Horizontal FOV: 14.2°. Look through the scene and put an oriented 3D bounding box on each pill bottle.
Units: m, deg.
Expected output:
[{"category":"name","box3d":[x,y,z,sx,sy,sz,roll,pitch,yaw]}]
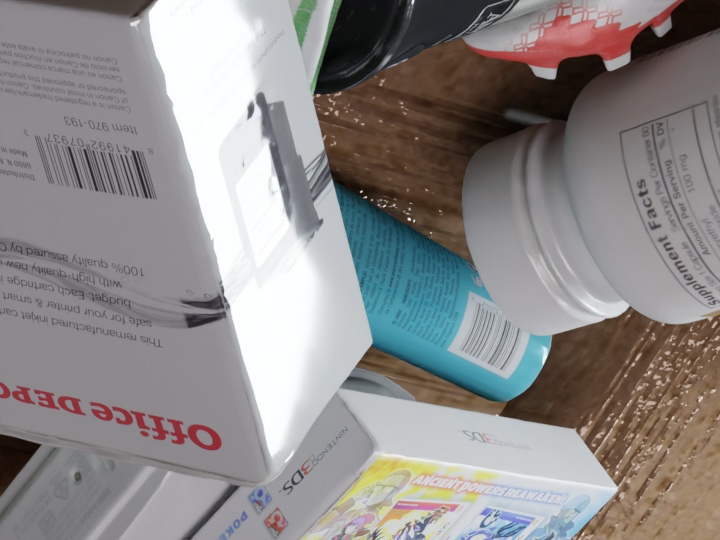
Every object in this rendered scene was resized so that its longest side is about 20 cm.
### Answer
[{"category":"pill bottle","box3d":[0.148,-0.040,1.215,0.199,0.115,0.114,-19,136,32]}]

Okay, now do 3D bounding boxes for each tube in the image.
[{"category":"tube","box3d":[0.000,0.000,1.274,0.200,0.078,0.050,28,144,-36]}]

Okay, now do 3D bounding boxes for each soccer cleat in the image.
[{"category":"soccer cleat","box3d":[0.130,-0.146,1.186,0.199,0.069,0.085,-20,124,-2]}]

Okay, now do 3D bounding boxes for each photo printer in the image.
[{"category":"photo printer","box3d":[-0.068,0.113,1.314,0.200,0.070,0.166,6,133,-49]}]

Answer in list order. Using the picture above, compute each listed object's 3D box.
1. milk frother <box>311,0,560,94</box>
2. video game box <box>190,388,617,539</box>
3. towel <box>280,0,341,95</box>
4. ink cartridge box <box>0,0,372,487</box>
[{"category":"milk frother","box3d":[0.009,-0.186,1.079,0.188,0.180,0.201,-23,110,-43]},{"category":"video game box","box3d":[-0.003,0.136,1.297,0.182,0.047,0.200,-45,150,21]},{"category":"towel","box3d":[-0.106,-0.100,1.033,0.199,0.023,0.153,28,140,9]},{"category":"ink cartridge box","box3d":[-0.092,-0.035,1.002,0.145,0.083,0.201,10,133,29]}]
